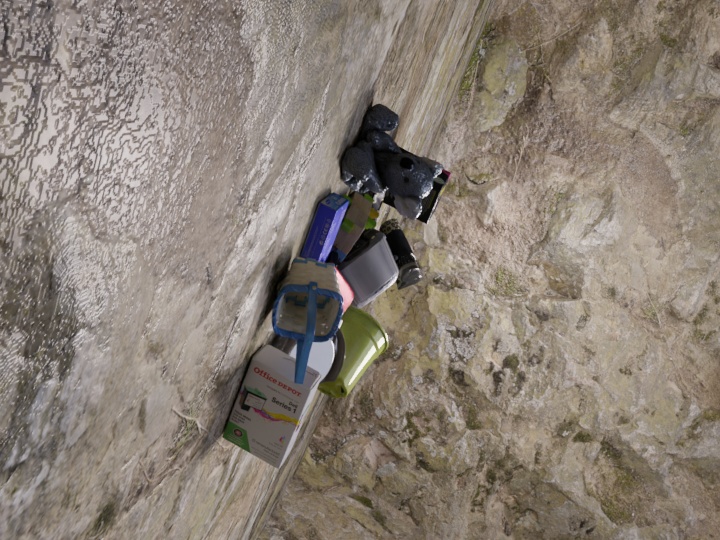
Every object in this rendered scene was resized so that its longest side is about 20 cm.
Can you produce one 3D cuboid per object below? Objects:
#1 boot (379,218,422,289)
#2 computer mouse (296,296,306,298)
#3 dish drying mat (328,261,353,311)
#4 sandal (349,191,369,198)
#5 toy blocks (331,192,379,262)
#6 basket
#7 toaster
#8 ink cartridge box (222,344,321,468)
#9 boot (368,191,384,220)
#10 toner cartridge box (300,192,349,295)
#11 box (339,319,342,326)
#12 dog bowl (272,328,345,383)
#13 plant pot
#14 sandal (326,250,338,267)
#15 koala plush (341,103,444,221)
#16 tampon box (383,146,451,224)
[{"bbox_3d":[0.106,-0.041,1.708,0.072,0.157,0.204,-21,166,-3],"label":"boot"},{"bbox_3d":[-0.101,0.078,1.459,0.200,0.057,0.035,50,52,-59],"label":"computer mouse"},{"bbox_3d":[-0.061,0.047,1.438,0.077,0.018,0.201,-52,155,-9],"label":"dish drying mat"},{"bbox_3d":[-0.024,-0.117,1.627,0.055,0.079,0.205,-121,-144,-55],"label":"sandal"},{"bbox_3d":[-0.036,-0.090,1.508,0.138,0.099,0.201,-53,-170,28],"label":"toy blocks"},{"bbox_3d":[-0.105,0.094,1.247,0.179,0.135,0.204,109,-18,-44],"label":"basket"},{"bbox_3d":[0.000,0.000,1.580,0.198,0.131,0.113,-37,-160,-10],"label":"toaster"},{"bbox_3d":[-0.186,0.285,1.348,0.204,0.142,0.084,-67,173,17],"label":"ink cartridge box"},{"bbox_3d":[0.031,-0.200,1.675,0.152,0.071,0.204,105,7,-63],"label":"boot"},{"bbox_3d":[-0.087,-0.056,1.354,0.095,0.042,0.204,-54,167,-66],"label":"toner cartridge box"},{"bbox_3d":[-0.134,0.188,1.575,0.094,0.077,0.204,28,86,-39],"label":"box"},{"bbox_3d":[-0.128,0.201,1.491,0.196,0.058,0.206,-16,115,-36],"label":"dog bowl"},{"bbox_3d":[-0.049,0.223,1.685,0.186,0.197,0.202,-58,171,-34],"label":"plant pot"},{"bbox_3d":[-0.086,0.032,1.485,0.201,0.047,0.077,130,-27,-51],"label":"sandal"},{"bbox_3d":[0.075,-0.218,1.393,0.181,0.196,0.185,-62,174,-20],"label":"koala plush"},{"bbox_3d":[0.146,-0.255,1.873,0.129,0.196,0.150,-67,174,28],"label":"tampon box"}]
